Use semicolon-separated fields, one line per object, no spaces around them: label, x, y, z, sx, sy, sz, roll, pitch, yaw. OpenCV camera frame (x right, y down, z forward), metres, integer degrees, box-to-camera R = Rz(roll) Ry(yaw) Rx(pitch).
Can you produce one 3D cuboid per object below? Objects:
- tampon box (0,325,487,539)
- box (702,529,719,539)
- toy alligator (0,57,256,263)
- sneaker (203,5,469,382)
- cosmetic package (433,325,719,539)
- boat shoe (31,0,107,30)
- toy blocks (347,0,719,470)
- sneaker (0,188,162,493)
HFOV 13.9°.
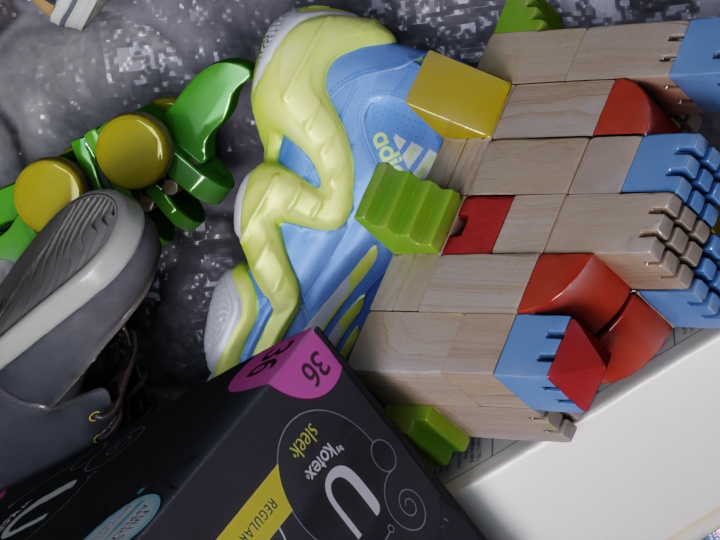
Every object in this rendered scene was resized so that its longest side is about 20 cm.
tampon box;-0.075;0.138;1.071;0.200;0.150;0.126;-30;104;40
box;0.207;0.161;1.143;0.064;0.070;0.200;-29;92;18
toy alligator;-0.118;-0.020;1.195;0.200;0.059;0.054;-28;93;17
sneaker;0.000;0.000;1.162;0.105;0.076;0.200;9;101;11
cosmetic package;0.106;0.057;1.127;0.200;0.105;0.071;-32;108;18
boat shoe;-0.088;-0.189;1.152;0.062;0.075;0.200;31;111;0
toy blocks;0.084;-0.014;1.080;0.137;0.100;0.200;1;59;46
sneaker;-0.101;0.045;1.167;0.106;0.075;0.200;32;143;-12
